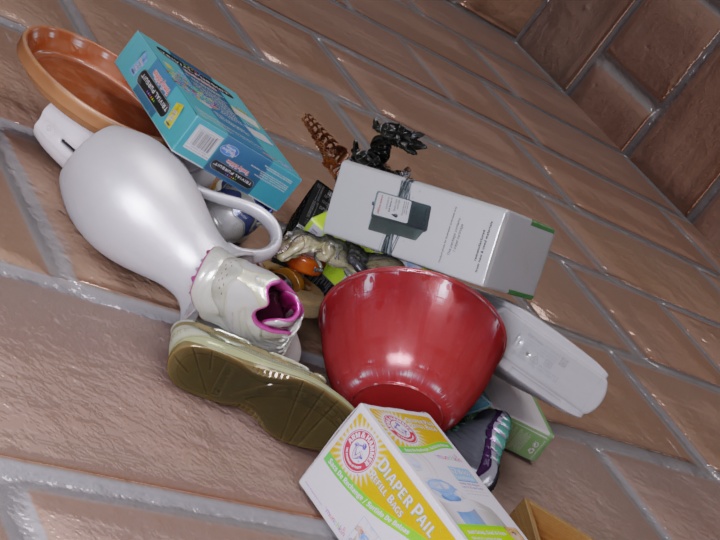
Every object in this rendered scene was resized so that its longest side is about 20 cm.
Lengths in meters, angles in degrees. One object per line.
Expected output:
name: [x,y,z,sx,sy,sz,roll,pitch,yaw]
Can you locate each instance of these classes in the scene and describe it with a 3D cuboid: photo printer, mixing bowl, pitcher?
photo printer: [-0.260,-0.132,1.681,0.166,0.070,0.200,39,19,4]
mixing bowl: [0.044,0.102,1.549,0.199,0.200,0.109,31,46,-19]
photo printer: [0.171,0.085,1.714,0.166,0.070,0.200,35,-3,-16]
pitcher: [-0.188,-0.058,1.526,0.200,0.121,0.171,44,46,7]

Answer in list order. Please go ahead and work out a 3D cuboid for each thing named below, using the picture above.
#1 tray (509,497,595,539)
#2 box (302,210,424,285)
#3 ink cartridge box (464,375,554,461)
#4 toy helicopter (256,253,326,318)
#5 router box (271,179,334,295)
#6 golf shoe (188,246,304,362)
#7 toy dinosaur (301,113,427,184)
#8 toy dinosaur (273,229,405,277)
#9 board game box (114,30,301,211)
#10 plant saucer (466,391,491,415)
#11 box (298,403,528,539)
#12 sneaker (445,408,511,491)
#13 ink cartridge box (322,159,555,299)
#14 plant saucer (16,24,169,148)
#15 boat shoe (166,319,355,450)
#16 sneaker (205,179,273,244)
tray: [0.208,0.318,1.530,0.098,0.037,0.200,32,20,-17]
box: [0.017,-0.026,1.774,0.122,0.048,0.200,43,27,9]
ink cartridge box: [0.126,0.132,1.801,0.199,0.048,0.146,27,21,-24]
toy helicopter: [-0.131,0.007,1.604,0.199,0.079,0.132,21,19,-8]
router box: [-0.021,-0.021,1.868,0.149,0.062,0.200,35,19,-6]
golf shoe: [-0.090,0.053,1.457,0.091,0.076,0.200,13,-22,27]
toy dinosaur: [0.006,-0.119,1.915,0.199,0.136,0.103,23,62,-16]
toy dinosaur: [0.000,0.000,1.623,0.199,0.048,0.088,14,32,-42]
board game box: [-0.164,-0.159,1.615,0.151,0.047,0.200,30,15,-40]
plant saucer: [0.055,0.096,1.635,0.200,0.070,0.019,40,42,-30]
box: [0.054,0.226,1.361,0.112,0.102,0.200,15,29,-50]
sneaker: [0.105,0.181,1.613,0.087,0.075,0.200,30,18,-1]
ink cartridge box: [0.081,-0.043,1.593,0.199,0.084,0.146,20,3,28]
plant saucer: [-0.278,-0.190,1.627,0.200,0.032,0.201,33,19,-13]
boat shoe: [-0.089,0.105,1.435,0.200,0.073,0.063,23,27,-18]
sneaker: [-0.126,-0.074,1.726,0.076,0.088,0.200,61,13,-11]
